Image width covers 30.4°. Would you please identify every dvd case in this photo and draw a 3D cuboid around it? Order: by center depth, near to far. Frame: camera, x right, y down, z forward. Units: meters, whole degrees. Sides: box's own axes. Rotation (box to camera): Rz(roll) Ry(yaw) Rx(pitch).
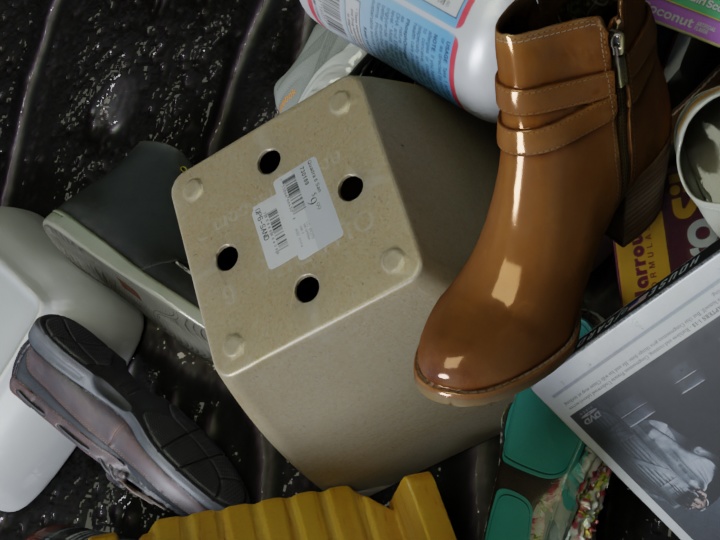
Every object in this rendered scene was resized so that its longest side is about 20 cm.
[{"bbox_3d":[0.200,0.086,0.637,0.200,0.025,0.150,45,131,-3],"label":"dvd case"}]

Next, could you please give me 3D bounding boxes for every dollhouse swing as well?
[{"bbox_3d":[-0.042,0.149,0.695,0.199,0.176,0.182,-9,44,-11],"label":"dollhouse swing"}]

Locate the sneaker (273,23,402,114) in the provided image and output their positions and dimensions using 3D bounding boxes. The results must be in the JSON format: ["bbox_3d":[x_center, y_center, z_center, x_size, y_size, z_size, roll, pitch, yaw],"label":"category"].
[{"bbox_3d":[0.013,-0.169,0.912,0.200,0.074,0.079,-45,52,9],"label":"sneaker"}]

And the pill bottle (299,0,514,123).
[{"bbox_3d":[0.065,-0.154,0.770,0.200,0.109,0.109,36,92,29],"label":"pill bottle"}]

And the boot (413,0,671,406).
[{"bbox_3d":[0.085,-0.044,0.627,0.200,0.156,0.077,-40,49,-24],"label":"boot"}]

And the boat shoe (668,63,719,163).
[{"bbox_3d":[0.252,-0.126,0.761,0.200,0.076,0.074,-34,52,8],"label":"boat shoe"}]

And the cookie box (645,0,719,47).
[{"bbox_3d":[0.160,-0.206,0.728,0.200,0.170,0.075,-80,12,-58],"label":"cookie box"}]

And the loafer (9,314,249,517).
[{"bbox_3d":[-0.160,0.114,0.902,0.200,0.072,0.063,41,106,16],"label":"loafer"}]

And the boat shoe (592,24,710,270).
[{"bbox_3d":[0.152,-0.091,0.799,0.062,0.071,0.201,22,80,23],"label":"boat shoe"}]

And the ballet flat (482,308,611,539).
[{"bbox_3d":[0.111,0.118,0.736,0.076,0.064,0.201,26,104,49],"label":"ballet flat"}]

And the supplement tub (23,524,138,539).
[{"bbox_3d":[-0.130,0.227,0.832,0.199,0.107,0.107,5,75,32],"label":"supplement tub"}]

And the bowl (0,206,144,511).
[{"bbox_3d":[-0.281,0.058,1.001,0.200,0.075,0.200,35,93,33],"label":"bowl"}]

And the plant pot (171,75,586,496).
[{"bbox_3d":[0.000,0.000,0.795,0.199,0.177,0.200,-28,61,20],"label":"plant pot"}]

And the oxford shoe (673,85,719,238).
[{"bbox_3d":[0.215,-0.010,0.636,0.075,0.058,0.200,-38,70,15],"label":"oxford shoe"}]

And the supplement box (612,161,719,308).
[{"bbox_3d":[0.243,-0.011,0.711,0.199,0.086,0.111,-14,67,26],"label":"supplement box"}]

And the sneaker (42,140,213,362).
[{"bbox_3d":[-0.123,-0.018,0.936,0.200,0.075,0.106,34,70,21],"label":"sneaker"}]
